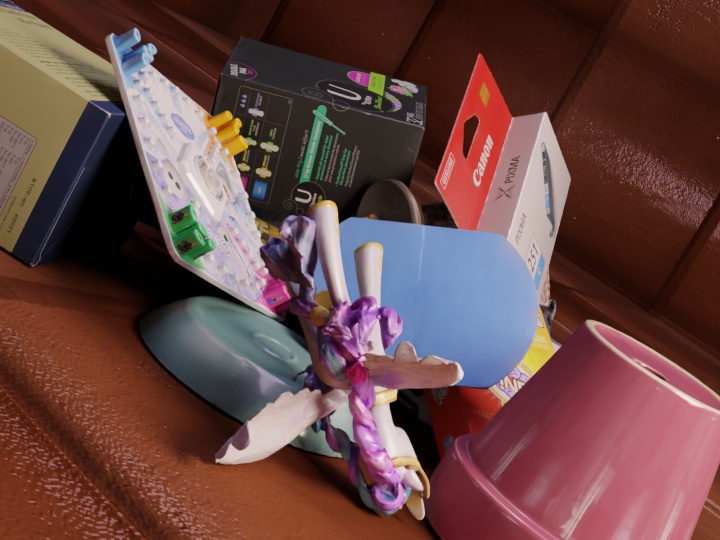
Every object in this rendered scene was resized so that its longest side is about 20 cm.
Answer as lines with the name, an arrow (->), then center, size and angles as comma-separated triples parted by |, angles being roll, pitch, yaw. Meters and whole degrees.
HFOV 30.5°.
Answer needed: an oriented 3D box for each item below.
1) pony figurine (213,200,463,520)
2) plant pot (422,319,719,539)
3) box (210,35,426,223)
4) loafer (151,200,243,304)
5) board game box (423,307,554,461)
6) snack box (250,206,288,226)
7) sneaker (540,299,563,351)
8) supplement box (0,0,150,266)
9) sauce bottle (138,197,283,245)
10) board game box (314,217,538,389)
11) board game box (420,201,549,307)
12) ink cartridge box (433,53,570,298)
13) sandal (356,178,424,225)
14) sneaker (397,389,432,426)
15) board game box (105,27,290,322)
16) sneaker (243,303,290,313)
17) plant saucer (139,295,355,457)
pony figurine -> -0.008, 0.062, 0.883 | 0.193, 0.165, 0.202 | 40, 32, -65
plant pot -> 0.172, 0.145, 0.963 | 0.199, 0.180, 0.200 | 30, 11, -6
box -> -0.045, -0.131, 1.291 | 0.198, 0.125, 0.149 | 14, 23, -2
loafer -> -0.137, -0.054, 1.152 | 0.072, 0.072, 0.201 | -12, 48, -16
board game box -> 0.118, 0.099, 1.157 | 0.152, 0.040, 0.201 | 19, 43, -36
snack box -> -0.128, -0.105, 1.396 | 0.115, 0.037, 0.200 | 4, 27, -43
sneaker -> 0.136, 0.066, 1.316 | 0.200, 0.140, 0.078 | 38, -23, 36
supplement box -> -0.277, -0.120, 1.074 | 0.199, 0.135, 0.200 | 32, 11, 6
sauce bottle -> -0.135, -0.032, 1.265 | 0.199, 0.065, 0.065 | 25, 11, -27
board game box -> 0.048, 0.035, 1.101 | 0.198, 0.039, 0.159 | 6, 53, 0
board game box -> 0.080, -0.010, 1.404 | 0.198, 0.098, 0.159 | -5, -9, 30
ink cartridge box -> 0.144, -0.087, 1.285 | 0.044, 0.201, 0.177 | -6, -48, 28
sandal -> 0.000, 0.000, 1.165 | 0.081, 0.202, 0.055 | -1, -32, 41
sneaker -> 0.067, 0.094, 1.195 | 0.199, 0.080, 0.074 | 32, 8, -6
board game box -> -0.122, -0.074, 1.062 | 0.200, 0.026, 0.202 | 38, 29, -64
sneaker -> -0.067, -0.002, 1.226 | 0.198, 0.084, 0.077 | 15, 17, -26
plant saucer -> -0.074, 0.072, 1.017 | 0.199, 0.036, 0.200 | 29, 11, -6
